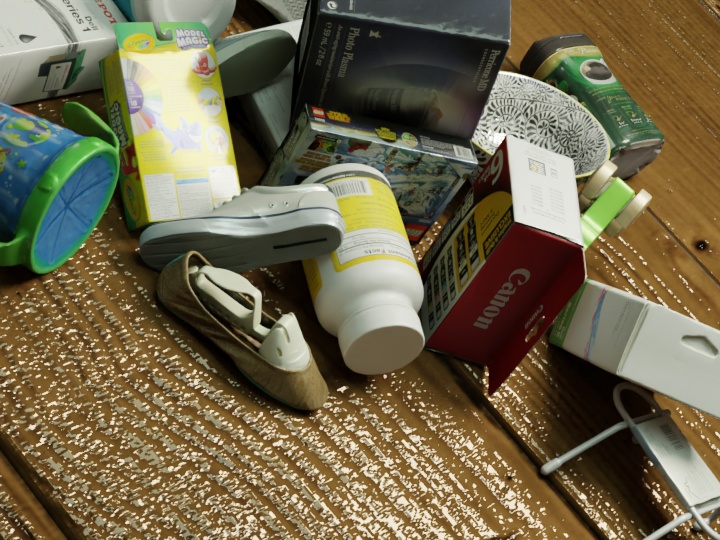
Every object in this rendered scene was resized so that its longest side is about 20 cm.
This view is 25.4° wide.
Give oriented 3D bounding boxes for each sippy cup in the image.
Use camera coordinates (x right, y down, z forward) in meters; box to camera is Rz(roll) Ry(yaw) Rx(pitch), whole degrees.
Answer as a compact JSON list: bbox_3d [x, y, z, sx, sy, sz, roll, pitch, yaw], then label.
[{"bbox_3d":[-0.311,-0.086,1.459,0.130,0.140,0.178,31,14,11],"label":"sippy cup"}]

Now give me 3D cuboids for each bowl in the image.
[{"bbox_3d":[0.181,-0.137,1.858,0.200,0.094,0.201,13,39,-11],"label":"bowl"}]

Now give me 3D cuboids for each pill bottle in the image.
[{"bbox_3d":[0.000,0.000,1.596,0.111,0.111,0.201,8,47,-29],"label":"pill bottle"},{"bbox_3d":[-0.224,-0.305,1.694,0.110,0.111,0.200,-1,19,-35],"label":"pill bottle"}]

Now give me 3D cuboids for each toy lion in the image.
[{"bbox_3d":[0.228,-0.023,1.750,0.069,0.192,0.200,41,0,5],"label":"toy lion"}]

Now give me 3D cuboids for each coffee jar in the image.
[{"bbox_3d":[0.290,-0.211,2.024,0.104,0.085,0.200,-11,59,-37],"label":"coffee jar"}]

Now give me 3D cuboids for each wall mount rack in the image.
[{"bbox_3d":[0.288,0.216,1.622,0.173,0.075,0.200,-9,56,-44],"label":"wall mount rack"}]

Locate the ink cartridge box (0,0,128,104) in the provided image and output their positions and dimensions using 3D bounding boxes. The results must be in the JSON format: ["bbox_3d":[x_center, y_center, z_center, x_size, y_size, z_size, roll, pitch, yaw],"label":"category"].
[{"bbox_3d":[-0.350,-0.249,1.614,0.200,0.084,0.146,-20,64,-44],"label":"ink cartridge box"}]

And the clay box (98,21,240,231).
[{"bbox_3d":[-0.190,-0.145,1.586,0.115,0.048,0.201,-6,83,-38],"label":"clay box"}]

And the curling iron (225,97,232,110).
[{"bbox_3d":[-0.170,-0.144,1.687,0.049,0.026,0.201,8,48,1],"label":"curling iron"}]

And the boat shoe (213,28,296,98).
[{"bbox_3d":[-0.166,-0.219,1.689,0.200,0.070,0.072,-26,58,-19],"label":"boat shoe"}]

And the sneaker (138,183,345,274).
[{"bbox_3d":[-0.116,-0.042,1.551,0.199,0.073,0.071,-5,47,-4],"label":"sneaker"}]

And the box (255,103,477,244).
[{"bbox_3d":[0.004,-0.098,1.674,0.199,0.137,0.040,10,46,-28],"label":"box"}]

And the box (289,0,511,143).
[{"bbox_3d":[0.039,-0.231,1.654,0.197,0.200,0.124,7,58,-7],"label":"box"}]

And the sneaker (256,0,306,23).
[{"bbox_3d":[-0.057,-0.316,1.897,0.200,0.074,0.118,42,20,-10],"label":"sneaker"}]

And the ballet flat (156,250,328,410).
[{"bbox_3d":[-0.103,0.051,1.504,0.200,0.072,0.068,40,40,5],"label":"ballet flat"}]

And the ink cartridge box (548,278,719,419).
[{"bbox_3d":[0.305,0.079,1.673,0.145,0.088,0.200,23,0,-16],"label":"ink cartridge box"}]

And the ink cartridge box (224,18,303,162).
[{"bbox_3d":[-0.037,-0.207,1.772,0.199,0.050,0.163,-15,64,-24],"label":"ink cartridge box"}]

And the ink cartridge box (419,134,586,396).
[{"bbox_3d":[0.141,-0.002,1.625,0.084,0.200,0.176,18,42,-17],"label":"ink cartridge box"}]
